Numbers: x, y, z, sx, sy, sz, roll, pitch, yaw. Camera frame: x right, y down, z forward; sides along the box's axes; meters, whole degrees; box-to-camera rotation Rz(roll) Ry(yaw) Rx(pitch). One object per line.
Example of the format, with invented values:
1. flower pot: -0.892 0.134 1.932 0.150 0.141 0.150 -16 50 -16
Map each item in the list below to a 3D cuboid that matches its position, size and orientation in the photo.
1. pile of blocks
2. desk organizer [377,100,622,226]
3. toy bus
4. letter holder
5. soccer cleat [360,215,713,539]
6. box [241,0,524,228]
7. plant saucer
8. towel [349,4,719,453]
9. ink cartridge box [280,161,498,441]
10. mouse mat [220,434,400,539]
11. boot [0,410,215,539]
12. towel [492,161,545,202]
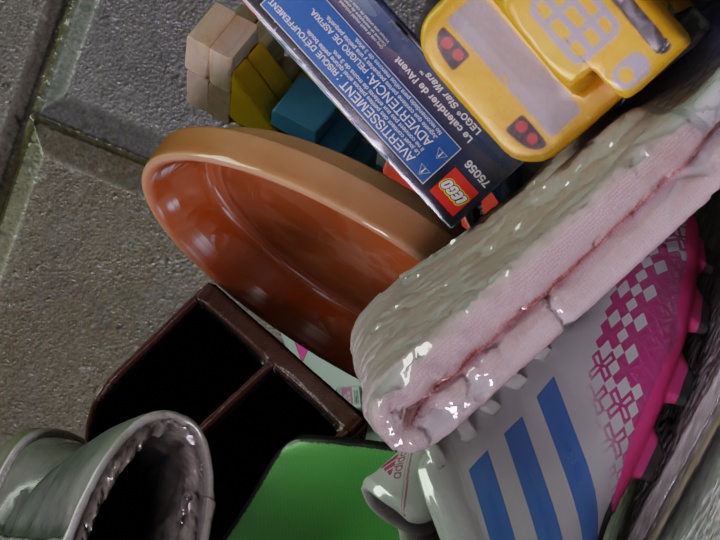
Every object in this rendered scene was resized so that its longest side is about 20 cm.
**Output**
1. pile of blocks: -0.002 -0.048 1.133 0.082 0.200 0.062 1 45 44
2. desk organizer: 0.064 -0.038 1.314 0.200 0.077 0.072 163 97 -67
3. toy bus: 0.070 -0.088 0.863 0.078 0.065 0.200 -40 3 13
4. letter holder: -0.085 0.126 1.189 0.142 0.100 0.200 -43 -18 -22
5. soccer cleat: 0.052 0.055 0.824 0.070 0.086 0.201 120 171 -68
6. box: 0.000 -0.087 1.002 0.040 0.137 0.200 -42 4 4
7. plant saucer: 0.000 0.000 1.071 0.032 0.200 0.200 -58 0 -18
8. towel: 0.071 -0.022 0.836 0.191 0.032 0.200 -42 4 2
9. ink cartridge box: 0.019 0.016 1.245 0.200 0.043 0.174 -112 32 -45
10. mouse mat: -0.026 0.144 0.917 0.161 0.008 0.200 2 54 50
11. boot: -0.120 0.141 1.013 0.200 0.072 0.183 2 79 65
12. towel: 0.065 -0.123 1.094 0.147 0.024 0.201 -115 20 -63
